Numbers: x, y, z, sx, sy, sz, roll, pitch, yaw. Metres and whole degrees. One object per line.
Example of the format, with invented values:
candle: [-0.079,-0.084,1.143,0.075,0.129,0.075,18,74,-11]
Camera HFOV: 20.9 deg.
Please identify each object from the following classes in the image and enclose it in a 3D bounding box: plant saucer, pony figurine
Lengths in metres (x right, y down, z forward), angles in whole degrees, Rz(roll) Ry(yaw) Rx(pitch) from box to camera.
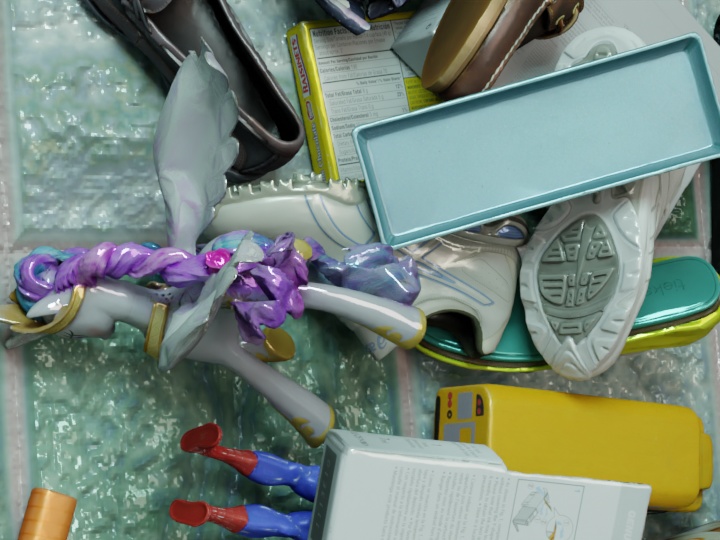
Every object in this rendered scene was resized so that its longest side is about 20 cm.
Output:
plant saucer: [0.098,-0.070,1.066,0.199,0.019,0.070,-16,88,-2]
pony figurine: [-0.071,0.006,1.005,0.199,0.193,0.167,18,47,-26]

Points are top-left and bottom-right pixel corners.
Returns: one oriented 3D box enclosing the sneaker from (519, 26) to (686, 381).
sneaker: [0.153,-0.034,1.131,0.099,0.078,0.202,7,95,-56]

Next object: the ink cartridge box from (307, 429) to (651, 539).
ink cartridge box: [0.051,0.193,1.041,0.172,0.044,0.202,8,99,-17]

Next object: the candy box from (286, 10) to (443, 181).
candy box: [0.052,-0.108,1.190,0.199,0.026,0.103,-10,86,-33]

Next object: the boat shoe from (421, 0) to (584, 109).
boat shoe: [0.101,-0.170,1.114,0.070,0.070,0.201,35,67,-19]

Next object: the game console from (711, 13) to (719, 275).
game console: [0.336,-0.077,1.313,0.175,0.116,0.202,9,77,-31]

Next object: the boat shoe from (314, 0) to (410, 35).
boat shoe: [-0.031,-0.225,1.106,0.200,0.075,0.093,48,22,-16]

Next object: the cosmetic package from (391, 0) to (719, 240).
cosmetic package: [0.133,-0.127,1.199,0.200,0.052,0.151,44,66,-20]

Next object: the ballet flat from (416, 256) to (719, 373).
ballet flat: [0.122,0.034,1.182,0.198,0.067,0.067,-7,64,-4]

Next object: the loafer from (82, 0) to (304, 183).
loafer: [-0.095,-0.141,1.081,0.072,0.063,0.201,-42,105,-30]

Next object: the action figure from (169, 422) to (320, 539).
action figure: [0.004,0.134,1.076,0.199,0.099,0.066,21,71,-39]

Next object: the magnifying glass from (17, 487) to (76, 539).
magnifying glass: [-0.183,0.211,0.998,0.079,0.022,0.201,22,71,-28]

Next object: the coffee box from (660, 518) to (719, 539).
coffee box: [0.232,0.200,1.206,0.199,0.114,0.080,-12,90,-32]

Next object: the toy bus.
toy bus: [0.136,0.109,1.180,0.199,0.078,0.066,8,78,-31]

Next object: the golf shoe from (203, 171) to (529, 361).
golf shoe: [0.000,0.000,1.100,0.199,0.078,0.098,8,82,-17]
